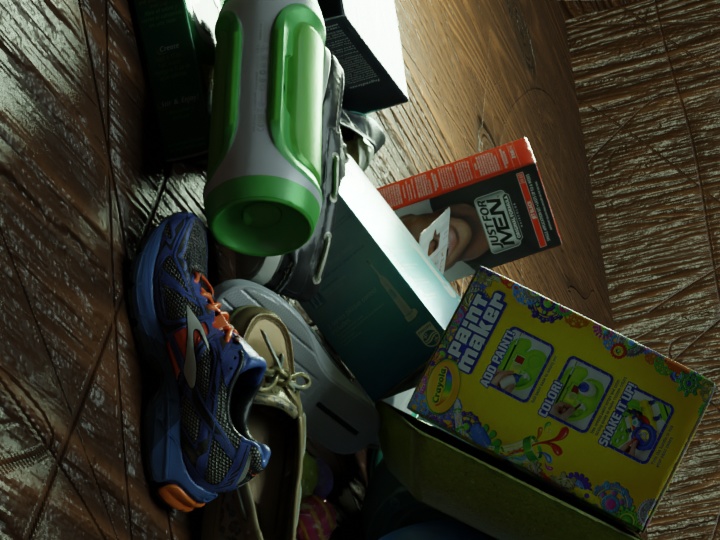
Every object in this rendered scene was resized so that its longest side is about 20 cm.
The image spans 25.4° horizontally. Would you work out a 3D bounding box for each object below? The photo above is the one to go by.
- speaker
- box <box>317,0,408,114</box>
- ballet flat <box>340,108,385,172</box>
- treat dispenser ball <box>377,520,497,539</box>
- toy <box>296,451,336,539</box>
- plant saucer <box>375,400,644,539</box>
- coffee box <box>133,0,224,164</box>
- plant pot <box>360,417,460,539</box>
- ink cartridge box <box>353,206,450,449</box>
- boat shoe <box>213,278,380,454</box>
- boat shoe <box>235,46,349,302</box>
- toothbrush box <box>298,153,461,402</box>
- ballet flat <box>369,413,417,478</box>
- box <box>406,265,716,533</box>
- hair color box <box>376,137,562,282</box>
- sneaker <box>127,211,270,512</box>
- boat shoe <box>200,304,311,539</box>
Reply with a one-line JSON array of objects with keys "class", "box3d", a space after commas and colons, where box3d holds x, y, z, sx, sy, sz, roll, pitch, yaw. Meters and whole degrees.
[{"class": "speaker", "box3d": [-0.067, -0.112, 1.143, 0.088, 0.088, 0.200, 57, 28, -52]}, {"class": "box", "box3d": [-0.039, -0.242, 1.477, 0.200, 0.104, 0.148, 45, 35, -64]}, {"class": "ballet flat", "box3d": [-0.031, -0.121, 1.477, 0.200, 0.073, 0.073, 31, 47, -61]}, {"class": "treat dispenser ball", "box3d": [0.064, 0.291, 1.208, 0.201, 0.201, 0.201, -13, 90, -75]}, {"class": "toy", "box3d": [-0.047, 0.176, 1.197, 0.200, 0.047, 0.115, -73, 147, -61]}, {"class": "plant saucer", "box3d": [0.102, 0.170, 1.208, 0.048, 0.200, 0.200, -63, -173, -1]}, {"class": "coffee box", "box3d": [-0.128, -0.181, 1.217, 0.123, 0.044, 0.200, -8, 86, -74]}, {"class": "plant pot", "box3d": [0.082, 0.226, 1.371, 0.134, 0.200, 0.200, -21, 98, -65]}, {"class": "ink cartridge box", "box3d": [0.035, 0.047, 1.470, 0.162, 0.050, 0.200, -41, 139, -73]}, {"class": "boat shoe", "box3d": [-0.062, 0.069, 1.212, 0.200, 0.072, 0.071, 50, -3, -39]}, {"class": "boat shoe", "box3d": [-0.041, -0.073, 1.211, 0.060, 0.074, 0.200, 23, 65, -29]}, {"class": "toothbrush box", "box3d": [0.000, 0.000, 1.311, 0.200, 0.085, 0.146, 53, 13, 8]}, {"class": "ballet flat", "box3d": [0.060, 0.164, 1.555, 0.200, 0.070, 0.067, -55, 130, -70]}, {"class": "box", "box3d": [0.158, 0.104, 1.231, 0.122, 0.193, 0.200, -63, 167, -3]}, {"class": "hair color box", "box3d": [0.085, -0.046, 1.563, 0.061, 0.200, 0.102, -98, 167, -60]}, {"class": "sneaker", "box3d": [-0.099, 0.055, 1.053, 0.075, 0.078, 0.200, 35, 44, -69]}, {"class": "boat shoe", "box3d": [-0.065, 0.115, 1.091, 0.073, 0.063, 0.200, 14, 64, -34]}]
